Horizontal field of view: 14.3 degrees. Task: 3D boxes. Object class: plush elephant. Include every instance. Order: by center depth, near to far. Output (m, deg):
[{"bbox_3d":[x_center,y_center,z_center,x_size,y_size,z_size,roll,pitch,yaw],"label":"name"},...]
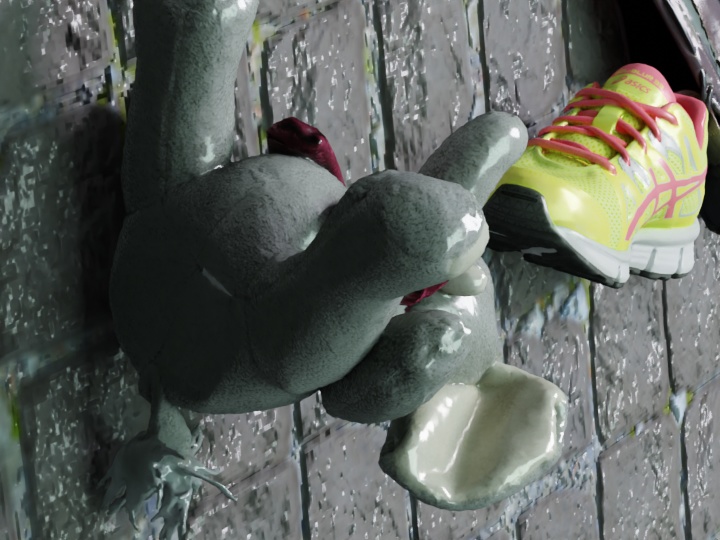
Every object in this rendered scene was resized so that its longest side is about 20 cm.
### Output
[{"bbox_3d":[0.000,0.000,1.002,0.155,0.165,0.201,-11,132,-44],"label":"plush elephant"}]

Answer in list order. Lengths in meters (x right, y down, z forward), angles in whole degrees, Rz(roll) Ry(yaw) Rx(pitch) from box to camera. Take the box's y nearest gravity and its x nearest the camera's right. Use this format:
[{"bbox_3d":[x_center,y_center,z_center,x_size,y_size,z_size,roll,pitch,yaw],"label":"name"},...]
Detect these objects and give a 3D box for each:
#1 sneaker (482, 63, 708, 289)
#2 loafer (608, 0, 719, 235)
[{"bbox_3d":[0.099,-0.046,1.218,0.200,0.078,0.091,-9,117,-69],"label":"sneaker"},{"bbox_3d":[0.139,-0.102,1.313,0.063,0.072,0.201,-30,114,-31],"label":"loafer"}]
